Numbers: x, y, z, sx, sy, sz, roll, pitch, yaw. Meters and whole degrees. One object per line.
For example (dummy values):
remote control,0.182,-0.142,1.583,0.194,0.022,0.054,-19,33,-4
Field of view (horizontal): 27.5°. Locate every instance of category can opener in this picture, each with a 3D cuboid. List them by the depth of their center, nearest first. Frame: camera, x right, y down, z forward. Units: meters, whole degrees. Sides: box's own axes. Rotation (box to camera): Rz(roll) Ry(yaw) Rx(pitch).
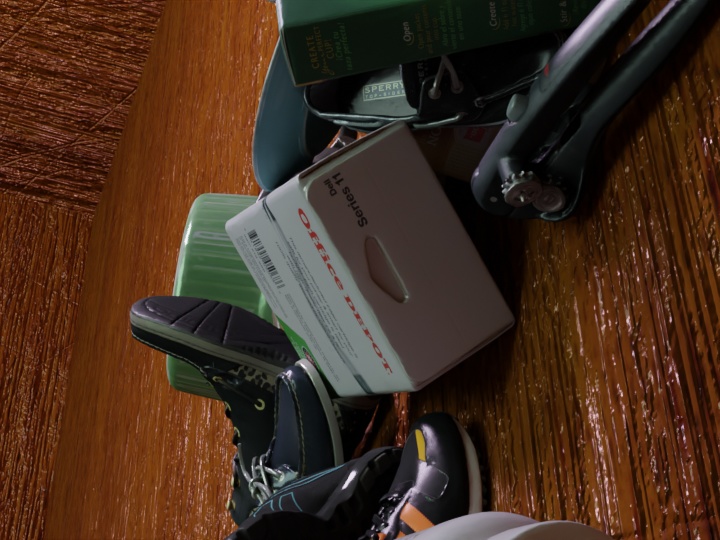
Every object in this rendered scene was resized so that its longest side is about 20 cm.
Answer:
can opener,0.118,-0.096,0.779,0.201,0.063,0.079,122,157,-49

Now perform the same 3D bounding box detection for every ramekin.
ramekin,-0.114,0.025,1.338,0.200,0.096,0.203,-172,90,-89

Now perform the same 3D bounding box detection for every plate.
plate,-0.019,-0.145,0.996,0.200,0.025,0.203,22,-91,-79

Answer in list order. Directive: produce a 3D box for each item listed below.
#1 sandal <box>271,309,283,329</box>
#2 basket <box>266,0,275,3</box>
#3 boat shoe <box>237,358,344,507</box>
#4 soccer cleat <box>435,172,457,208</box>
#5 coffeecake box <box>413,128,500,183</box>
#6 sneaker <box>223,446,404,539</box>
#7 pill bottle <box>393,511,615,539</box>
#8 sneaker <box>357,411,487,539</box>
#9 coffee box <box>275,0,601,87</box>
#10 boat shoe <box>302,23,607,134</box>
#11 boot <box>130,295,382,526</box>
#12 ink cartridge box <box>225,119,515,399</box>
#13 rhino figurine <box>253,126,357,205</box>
sandal,-0.074,0.121,1.184,0.080,0.053,0.203,-124,37,-69
basket,0.001,-0.294,1.187,0.200,0.159,0.201,-124,50,-67
boat shoe,-0.048,0.160,1.033,0.075,0.061,0.203,-129,34,-59
soccer cleat,0.004,-0.050,1.097,0.200,0.085,0.071,136,145,-63
coffeecake box,0.062,-0.172,1.024,0.201,0.072,0.155,-111,38,-63
sneaker,-0.039,0.172,0.901,0.079,0.199,0.076,-18,92,43
pill bottle,0.053,0.173,0.682,0.200,0.113,0.116,139,142,-64
sneaker,0.018,0.171,0.851,0.070,0.089,0.203,132,148,-59
coffee box,0.047,-0.175,0.847,0.124,0.197,0.044,-102,-1,-46
boat shoe,0.050,-0.120,0.880,0.198,0.067,0.073,-3,89,39
boot,-0.092,0.115,1.112,0.074,0.201,0.156,-53,-20,-68
ink cartridge box,0.000,0.000,0.949,0.148,0.083,0.200,60,162,-4
rhino figurine,-0.033,-0.069,1.157,0.200,0.059,0.088,-36,-35,-58
